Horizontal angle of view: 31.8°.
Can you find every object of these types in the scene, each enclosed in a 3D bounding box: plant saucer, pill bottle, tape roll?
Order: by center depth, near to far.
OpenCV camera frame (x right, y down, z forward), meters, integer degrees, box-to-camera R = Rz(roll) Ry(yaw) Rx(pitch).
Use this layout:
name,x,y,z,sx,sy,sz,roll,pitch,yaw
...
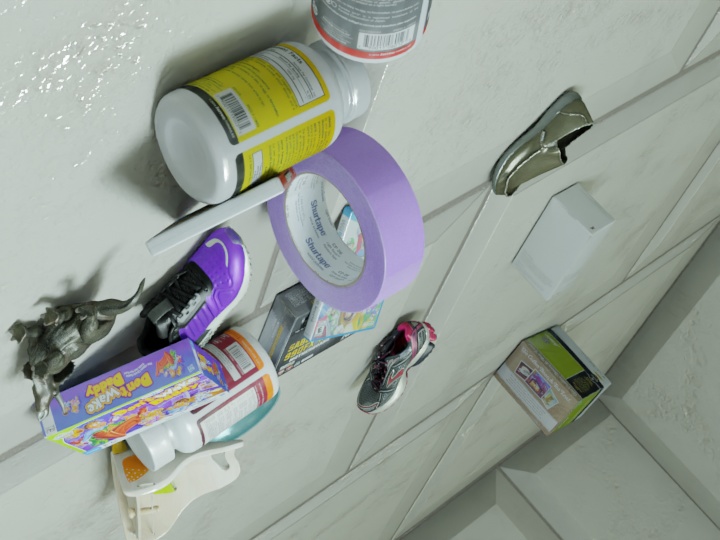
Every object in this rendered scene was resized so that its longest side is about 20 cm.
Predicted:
name,x,y,z,sx,sy,sz,roll,pitch,yaw
pill bottle,0.017,-0.291,1.133,0.115,0.116,0.201,-34,159,-22
pill bottle,-0.089,-0.152,1.220,0.199,0.113,0.113,-30,157,-31
tape roll,-0.019,-0.057,1.427,0.065,0.200,0.201,-28,156,-36
pill bottle,-0.214,0.169,1.659,0.199,0.110,0.110,-33,159,-25
plant saucer,-0.210,0.206,1.823,0.199,0.036,0.201,-28,156,-13

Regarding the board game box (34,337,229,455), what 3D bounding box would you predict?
name,x,y,z,sx,sy,sz,roll,pitch,yaw
board game box,-0.271,0.154,1.519,0.198,0.045,0.135,-23,161,3

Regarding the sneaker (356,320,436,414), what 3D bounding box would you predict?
name,x,y,z,sx,sy,sz,roll,pitch,yaw
sneaker,0.049,0.167,2.242,0.074,0.081,0.201,11,117,-49

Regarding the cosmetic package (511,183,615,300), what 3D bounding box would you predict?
name,x,y,z,sx,sy,sz,roll,pitch,yaw
cosmetic package,0.379,-0.051,2.373,0.084,0.108,0.201,-26,157,-38

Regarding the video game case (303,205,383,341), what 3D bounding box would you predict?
name,x,y,z,sx,sy,sz,roll,pitch,yaw
video game case,0.000,0.000,1.756,0.142,0.018,0.202,-8,124,-49

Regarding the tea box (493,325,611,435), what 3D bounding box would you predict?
name,x,y,z,sx,sy,sz,roll,pitch,yaw
tea box,0.468,0.265,3.074,0.196,0.200,0.134,-13,146,-53

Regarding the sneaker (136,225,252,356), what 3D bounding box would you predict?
name,x,y,z,sx,sy,sz,roll,pitch,yaw
sneaker,-0.201,0.036,1.466,0.099,0.070,0.201,-16,147,-48

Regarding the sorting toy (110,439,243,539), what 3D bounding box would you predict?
name,x,y,z,sx,sy,sz,roll,pitch,yaw
sorting toy,-0.248,0.280,1.748,0.178,0.108,0.201,-12,152,-16

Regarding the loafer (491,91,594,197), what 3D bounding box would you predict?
name,x,y,z,sx,sy,sz,roll,pitch,yaw
loafer,0.282,-0.184,1.954,0.200,0.070,0.075,-48,160,15

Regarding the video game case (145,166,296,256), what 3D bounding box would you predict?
name,x,y,z,sx,sy,sz,roll,pitch,yaw
video game case,-0.136,-0.064,1.279,0.142,0.018,0.200,-26,-172,4

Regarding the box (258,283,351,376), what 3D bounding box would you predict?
name,x,y,z,sx,sy,sz,roll,pitch,yaw
box,-0.054,0.060,1.840,0.199,0.048,0.159,-28,156,-37

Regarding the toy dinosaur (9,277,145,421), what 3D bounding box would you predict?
name,x,y,z,sx,sy,sz,roll,pitch,yaw
toy dinosaur,-0.307,0.066,1.344,0.200,0.077,0.102,-49,172,4
